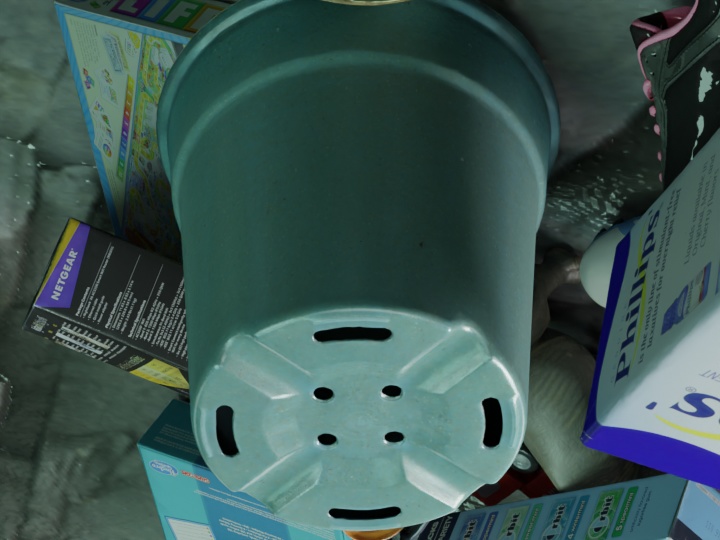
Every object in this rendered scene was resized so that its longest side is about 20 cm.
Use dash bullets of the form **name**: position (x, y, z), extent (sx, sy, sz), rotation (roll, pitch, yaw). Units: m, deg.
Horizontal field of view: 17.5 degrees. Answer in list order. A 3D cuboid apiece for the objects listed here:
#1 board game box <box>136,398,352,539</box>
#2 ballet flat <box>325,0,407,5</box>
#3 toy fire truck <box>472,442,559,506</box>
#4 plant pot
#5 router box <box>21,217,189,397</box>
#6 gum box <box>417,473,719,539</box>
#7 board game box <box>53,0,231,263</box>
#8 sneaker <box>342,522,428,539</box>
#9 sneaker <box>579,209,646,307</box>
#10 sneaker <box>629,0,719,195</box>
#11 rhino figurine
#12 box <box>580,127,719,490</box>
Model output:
- **board game box**: position (-0.052, 0.185, 1.505), extent (0.151, 0.047, 0.200), rotation (16, 138, 27)
- **ballet flat**: position (0.043, -0.150, 1.047), extent (0.199, 0.071, 0.065), rotation (2, 175, 30)
- **toy fire truck**: position (0.125, 0.155, 1.311), extent (0.200, 0.049, 0.141), rotation (36, 142, -6)
- **plant pot**: position (0.000, 0.000, 1.085), extent (0.199, 0.197, 0.201), rotation (0, 134, 0)
- **router box**: position (-0.101, 0.033, 1.280), extent (0.157, 0.052, 0.200), rotation (23, 172, -8)
- **gum box**: position (0.148, 0.179, 1.219), extent (0.170, 0.045, 0.200), rotation (40, 146, -24)
- **board game box**: position (-0.085, -0.062, 1.284), extent (0.134, 0.034, 0.200), rotation (17, 139, 26)
- **sneaker**: position (0.004, 0.109, 1.275), extent (0.077, 0.112, 0.200), rotation (22, 142, 0)
- **sneaker**: position (0.189, 0.022, 1.113), extent (0.199, 0.073, 0.072), rotation (15, 139, 30)
- **sneaker**: position (0.158, -0.074, 1.039), extent (0.095, 0.079, 0.200), rotation (32, 132, 19)
- **rhino figurine**: position (0.117, 0.076, 1.215), extent (0.200, 0.088, 0.060), rotation (49, 142, -14)
- **box**: position (0.213, 0.018, 0.936), extent (0.183, 0.105, 0.200), rotation (19, 151, -9)
